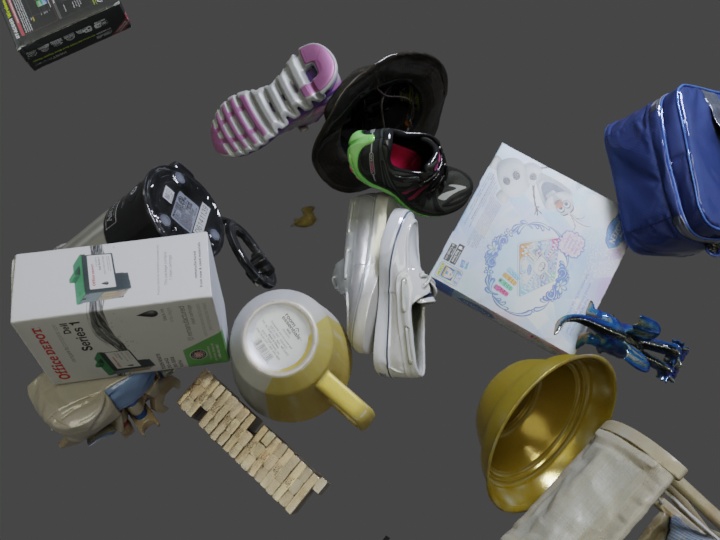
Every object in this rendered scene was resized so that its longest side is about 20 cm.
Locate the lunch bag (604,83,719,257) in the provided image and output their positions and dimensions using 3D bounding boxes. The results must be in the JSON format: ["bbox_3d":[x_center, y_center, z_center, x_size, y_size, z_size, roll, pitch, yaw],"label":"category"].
[{"bbox_3d":[0.391,-0.110,0.967,0.134,0.132,0.203,-1,74,-30],"label":"lunch bag"}]

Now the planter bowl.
[{"bbox_3d":[0.191,0.164,0.925,0.200,0.201,0.083,-43,43,-10],"label":"planter bowl"}]

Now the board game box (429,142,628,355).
[{"bbox_3d":[0.215,-0.025,1.017,0.197,0.043,0.202,29,77,9],"label":"board game box"}]

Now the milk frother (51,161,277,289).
[{"bbox_3d":[-0.229,-0.007,0.982,0.187,0.181,0.201,-30,107,28],"label":"milk frother"}]

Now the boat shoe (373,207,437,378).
[{"bbox_3d":[0.060,0.028,0.979,0.064,0.073,0.203,4,92,25],"label":"boat shoe"}]

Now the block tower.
[{"bbox_3d":[-0.127,0.202,0.959,0.199,0.054,0.058,39,80,11],"label":"block tower"}]

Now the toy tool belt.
[{"bbox_3d":[-0.277,0.133,0.964,0.198,0.124,0.125,-30,61,-19],"label":"toy tool belt"}]

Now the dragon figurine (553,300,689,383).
[{"bbox_3d":[0.305,0.079,0.938,0.099,0.199,0.060,17,85,44],"label":"dragon figurine"}]

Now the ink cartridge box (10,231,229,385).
[{"bbox_3d":[-0.247,0.043,0.863,0.197,0.147,0.085,-8,57,-5],"label":"ink cartridge box"}]

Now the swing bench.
[{"bbox_3d":[0.282,0.302,0.869,0.200,0.130,0.199,45,82,-1],"label":"swing bench"}]

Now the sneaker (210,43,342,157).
[{"bbox_3d":[-0.100,-0.205,1.056,0.199,0.088,0.081,-30,76,16],"label":"sneaker"}]

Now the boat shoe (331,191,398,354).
[{"bbox_3d":[0.000,0.000,1.006,0.068,0.072,0.203,2,81,23],"label":"boat shoe"}]

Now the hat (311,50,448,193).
[{"bbox_3d":[0.010,-0.199,1.011,0.199,0.201,0.081,-36,58,-8],"label":"hat"}]

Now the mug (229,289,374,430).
[{"bbox_3d":[-0.067,0.093,0.935,0.184,0.153,0.152,8,75,3],"label":"mug"}]

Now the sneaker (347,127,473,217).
[{"bbox_3d":[0.074,-0.117,0.986,0.198,0.083,0.078,14,72,-42],"label":"sneaker"}]

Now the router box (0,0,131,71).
[{"bbox_3d":[-0.421,-0.394,1.116,0.148,0.062,0.202,-25,76,-6],"label":"router box"}]
